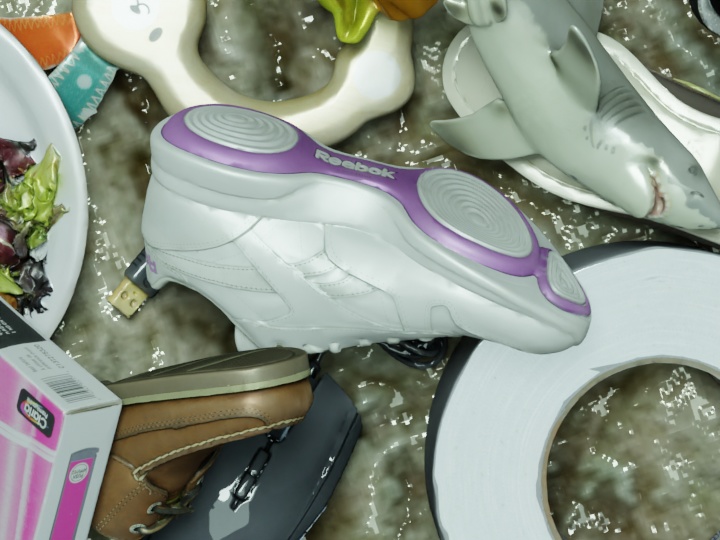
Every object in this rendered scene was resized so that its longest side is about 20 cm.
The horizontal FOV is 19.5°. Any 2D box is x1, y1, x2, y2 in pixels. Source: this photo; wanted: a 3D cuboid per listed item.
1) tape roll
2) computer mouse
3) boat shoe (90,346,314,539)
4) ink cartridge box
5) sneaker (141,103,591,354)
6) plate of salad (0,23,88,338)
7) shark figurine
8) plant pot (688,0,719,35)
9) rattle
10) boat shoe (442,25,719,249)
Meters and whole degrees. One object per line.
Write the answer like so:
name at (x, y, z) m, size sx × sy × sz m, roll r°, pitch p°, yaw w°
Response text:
tape roll at (0.129, 0.088, 0.932) m, size 0.198 × 0.066 × 0.202 m, roll 0°, pitch 93°, yaw -2°
computer mouse at (-0.065, 0.064, 0.935) m, size 0.140 × 0.046 × 0.201 m, roll 37°, pitch 92°, yaw -3°
boat shoe at (-0.090, 0.077, 0.885) m, size 0.072 × 0.199 × 0.069 m, roll -10°, pitch 87°, yaw -45°
ink cartridge box at (-0.161, 0.119, 0.888) m, size 0.094 × 0.037 × 0.202 m, roll 34°, pitch 120°, yaw 36°
sneaker at (0.000, 0.000, 0.889) m, size 0.198 × 0.075 × 0.100 m, roll 21°, pitch 119°, yaw 7°
plate of salad at (-0.218, -0.028, 0.915) m, size 0.198 × 0.048 × 0.202 m, roll 1°, pitch 98°, yaw 6°
shark figurine at (0.080, -0.121, 0.858) m, size 0.090 × 0.127 × 0.216 m, roll -46°, pitch 128°, yaw -33°
plant pot at (0.214, -0.198, 0.861) m, size 0.198 × 0.177 × 0.202 m, roll -5°, pitch 93°, yaw -2°
rattle at (-0.070, -0.102, 0.883) m, size 0.198 × 0.143 × 0.131 m, roll -2°, pitch 109°, yaw -7°
boat shoe at (0.130, -0.053, 0.921) m, size 0.199 × 0.059 × 0.072 m, roll 23°, pitch 92°, yaw 14°
